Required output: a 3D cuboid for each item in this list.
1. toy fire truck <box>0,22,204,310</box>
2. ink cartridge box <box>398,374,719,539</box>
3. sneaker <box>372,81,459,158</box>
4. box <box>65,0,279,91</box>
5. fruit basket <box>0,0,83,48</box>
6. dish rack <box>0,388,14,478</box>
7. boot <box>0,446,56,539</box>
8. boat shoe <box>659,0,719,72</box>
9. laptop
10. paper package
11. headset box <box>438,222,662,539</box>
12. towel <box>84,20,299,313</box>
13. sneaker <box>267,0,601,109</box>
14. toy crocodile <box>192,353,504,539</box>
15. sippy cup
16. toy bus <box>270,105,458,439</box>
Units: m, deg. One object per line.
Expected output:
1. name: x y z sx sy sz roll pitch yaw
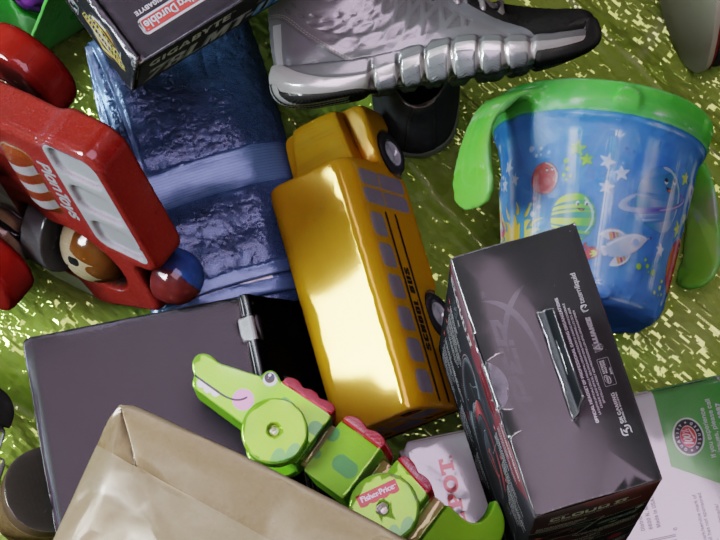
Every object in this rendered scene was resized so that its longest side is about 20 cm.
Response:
1. toy fire truck: -0.173 -0.040 1.420 0.168 0.200 0.112 26 66 31
2. ink cartridge box: 0.132 0.158 1.460 0.199 0.083 0.147 -10 77 -4
3. sneaker: 0.035 -0.180 1.524 0.074 0.106 0.201 -7 77 -4
4. box: -0.104 -0.234 1.372 0.200 0.050 0.199 -33 80 -16
5. fruit basket: -0.232 -0.220 1.474 0.215 0.216 0.156 -22 78 -7
6. dish rack: -0.288 0.145 1.428 0.153 0.055 0.201 8 74 38
7. boot: -0.126 0.130 1.472 0.199 0.075 0.074 -4 70 -22
8. boat shoe: 0.228 -0.223 1.530 0.062 0.071 0.201 -14 115 -26
9. laptop: -0.079 0.120 1.449 0.116 0.200 0.188 -19 76 29
10. paper package: -0.041 0.171 1.259 0.190 0.200 0.104 25 79 24
11. headset box: 0.101 0.073 1.334 0.075 0.200 0.149 -16 73 -5
12. towel: -0.098 -0.065 1.522 0.111 0.049 0.201 -15 77 -6
13. sneaker: 0.039 -0.165 1.424 0.199 0.075 0.116 -9 89 -7
14. toy crocodile: -0.011 0.106 1.358 0.200 0.068 0.062 34 79 13
15. sippy cup: 0.140 -0.034 1.475 0.177 0.140 0.131 8 75 -1
16. toy bus: 0.000 0.000 1.471 0.065 0.078 0.201 -24 73 26
